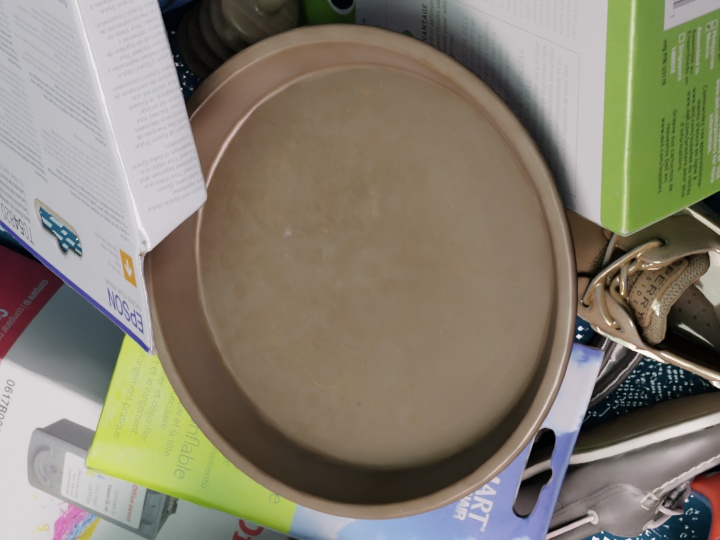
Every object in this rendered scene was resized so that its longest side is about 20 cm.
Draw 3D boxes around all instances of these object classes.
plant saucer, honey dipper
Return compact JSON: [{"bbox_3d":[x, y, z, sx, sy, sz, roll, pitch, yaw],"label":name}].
[{"bbox_3d":[0.000,0.000,1.060,0.199,0.029,0.201,6,102,27],"label":"plant saucer"},{"bbox_3d":[-0.013,-0.131,1.058,0.038,0.038,0.200,46,143,-7],"label":"honey dipper"}]

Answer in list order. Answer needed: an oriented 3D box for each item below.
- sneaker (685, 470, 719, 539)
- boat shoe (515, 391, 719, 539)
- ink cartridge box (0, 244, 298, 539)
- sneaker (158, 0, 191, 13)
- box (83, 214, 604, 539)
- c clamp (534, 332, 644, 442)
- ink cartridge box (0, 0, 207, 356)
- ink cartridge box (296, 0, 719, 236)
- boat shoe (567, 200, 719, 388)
[{"bbox_3d":[0.157,0.182,1.147,0.084,0.075,0.201,9,79,26],"label":"sneaker"},{"bbox_3d":[0.099,0.103,1.162,0.199,0.067,0.057,-21,93,37],"label":"boat shoe"},{"bbox_3d":[-0.121,0.099,1.237,0.199,0.086,0.148,26,123,8],"label":"ink cartridge box"},{"bbox_3d":[-0.074,-0.195,1.060,0.066,0.078,0.201,21,122,19],"label":"sneaker"},{"bbox_3d":[-0.006,0.057,1.127,0.199,0.048,0.123,18,94,9],"label":"box"},{"bbox_3d":[0.031,0.010,1.157,0.199,0.027,0.172,22,109,6],"label":"c clamp"},{"bbox_3d":[-0.127,-0.088,1.092,0.199,0.040,0.201,34,140,57],"label":"ink cartridge box"},{"bbox_3d":[0.062,-0.123,1.057,0.200,0.076,0.148,29,131,42],"label":"ink cartridge box"},{"bbox_3d":[0.122,-0.002,1.087,0.199,0.065,0.072,25,103,1],"label":"boat shoe"}]
